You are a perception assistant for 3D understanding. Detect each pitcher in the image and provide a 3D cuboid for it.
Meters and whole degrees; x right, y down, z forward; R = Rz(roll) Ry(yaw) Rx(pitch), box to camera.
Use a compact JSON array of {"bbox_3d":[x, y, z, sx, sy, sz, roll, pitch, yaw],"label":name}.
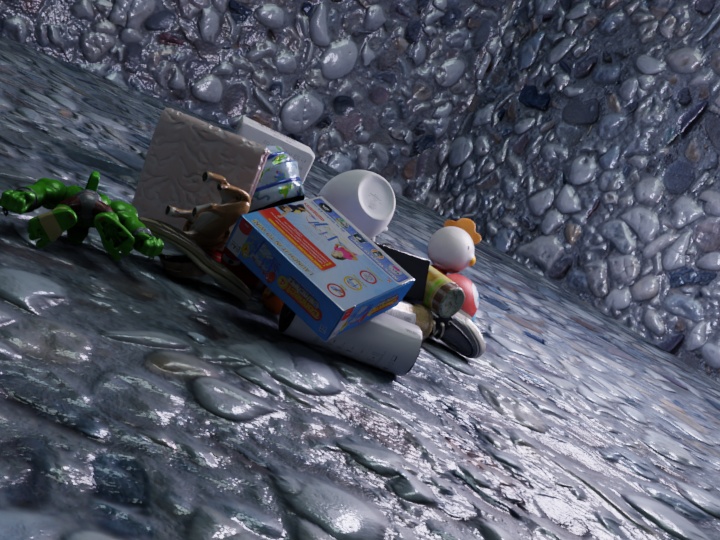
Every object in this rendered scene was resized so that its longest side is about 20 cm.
[{"bbox_3d":[-0.011,-0.090,1.543,0.171,0.122,0.200,31,-28,-26],"label":"pitcher"}]

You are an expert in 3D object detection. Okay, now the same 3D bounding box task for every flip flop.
[{"bbox_3d":[-0.246,-0.009,1.266,0.200,0.058,0.081,38,2,-16],"label":"flip flop"}]

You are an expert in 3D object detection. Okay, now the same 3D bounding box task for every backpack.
[{"bbox_3d":[-0.195,-0.134,1.525,0.199,0.155,0.163,-3,0,23],"label":"backpack"}]

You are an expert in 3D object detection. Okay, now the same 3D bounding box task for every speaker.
[{"bbox_3d":[-0.015,0.084,1.262,0.199,0.082,0.081,21,11,-20],"label":"speaker"}]

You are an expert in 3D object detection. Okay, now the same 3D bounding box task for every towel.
[{"bbox_3d":[-0.268,-0.147,1.455,0.199,0.192,0.032,22,8,12],"label":"towel"}]

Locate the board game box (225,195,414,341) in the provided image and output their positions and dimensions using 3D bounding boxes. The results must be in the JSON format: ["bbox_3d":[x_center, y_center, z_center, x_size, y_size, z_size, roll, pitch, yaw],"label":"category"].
[{"bbox_3d":[-0.052,-0.011,1.228,0.200,0.056,0.196,43,30,17],"label":"board game box"}]

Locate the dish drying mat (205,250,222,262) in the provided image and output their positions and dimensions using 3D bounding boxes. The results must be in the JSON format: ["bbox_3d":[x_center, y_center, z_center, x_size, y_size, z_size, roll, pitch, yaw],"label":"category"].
[{"bbox_3d":[-0.197,-0.008,1.457,0.199,0.018,0.077,16,13,-43],"label":"dish drying mat"}]

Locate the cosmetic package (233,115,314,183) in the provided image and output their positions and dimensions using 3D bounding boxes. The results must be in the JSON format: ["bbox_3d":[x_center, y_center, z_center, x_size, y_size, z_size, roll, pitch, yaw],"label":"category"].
[{"bbox_3d":[-0.212,-0.191,1.819,0.164,0.201,0.165,23,10,-13],"label":"cosmetic package"}]

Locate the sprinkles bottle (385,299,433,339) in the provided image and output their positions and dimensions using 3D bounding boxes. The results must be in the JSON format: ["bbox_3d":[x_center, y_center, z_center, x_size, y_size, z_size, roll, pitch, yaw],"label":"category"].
[{"bbox_3d":[0.035,0.073,1.470,0.199,0.069,0.068,16,14,-43],"label":"sprinkles bottle"}]

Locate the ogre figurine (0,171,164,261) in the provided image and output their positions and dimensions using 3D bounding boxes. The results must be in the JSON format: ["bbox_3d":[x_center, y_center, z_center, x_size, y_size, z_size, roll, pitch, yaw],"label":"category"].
[{"bbox_3d":[-0.362,-0.074,1.162,0.199,0.099,0.120,0,23,-13],"label":"ogre figurine"}]

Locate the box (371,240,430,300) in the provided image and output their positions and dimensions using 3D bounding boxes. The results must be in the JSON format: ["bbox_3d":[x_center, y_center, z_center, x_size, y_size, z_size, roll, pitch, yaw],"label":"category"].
[{"bbox_3d":[0.000,0.000,1.537,0.141,0.079,0.199,13,-8,-40],"label":"box"}]

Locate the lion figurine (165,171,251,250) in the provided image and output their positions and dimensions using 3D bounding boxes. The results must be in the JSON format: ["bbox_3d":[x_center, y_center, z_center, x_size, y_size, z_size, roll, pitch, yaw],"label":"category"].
[{"bbox_3d":[-0.217,-0.082,1.331,0.122,0.073,0.200,10,-21,-39],"label":"lion figurine"}]

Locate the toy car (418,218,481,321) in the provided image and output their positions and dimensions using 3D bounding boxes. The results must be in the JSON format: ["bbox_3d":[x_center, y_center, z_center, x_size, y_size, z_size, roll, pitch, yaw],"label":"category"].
[{"bbox_3d":[0.187,-0.011,1.777,0.176,0.201,0.184,29,-3,21],"label":"toy car"}]

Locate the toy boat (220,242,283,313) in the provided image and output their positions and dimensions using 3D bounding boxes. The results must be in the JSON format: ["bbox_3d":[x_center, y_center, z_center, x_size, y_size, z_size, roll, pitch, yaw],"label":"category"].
[{"bbox_3d":[-0.118,0.012,1.340,0.199,0.131,0.131,24,39,-9],"label":"toy boat"}]

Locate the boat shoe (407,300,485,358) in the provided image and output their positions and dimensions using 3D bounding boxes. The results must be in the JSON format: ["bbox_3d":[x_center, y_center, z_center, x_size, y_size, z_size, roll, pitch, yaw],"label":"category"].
[{"bbox_3d":[0.128,0.101,1.597,0.200,0.075,0.093,41,44,22],"label":"boat shoe"}]

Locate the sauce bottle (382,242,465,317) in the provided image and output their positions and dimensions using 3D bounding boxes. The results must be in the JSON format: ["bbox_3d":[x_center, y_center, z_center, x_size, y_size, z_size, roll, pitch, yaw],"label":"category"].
[{"bbox_3d":[0.100,0.012,1.579,0.065,0.065,0.200,14,16,-46],"label":"sauce bottle"}]
